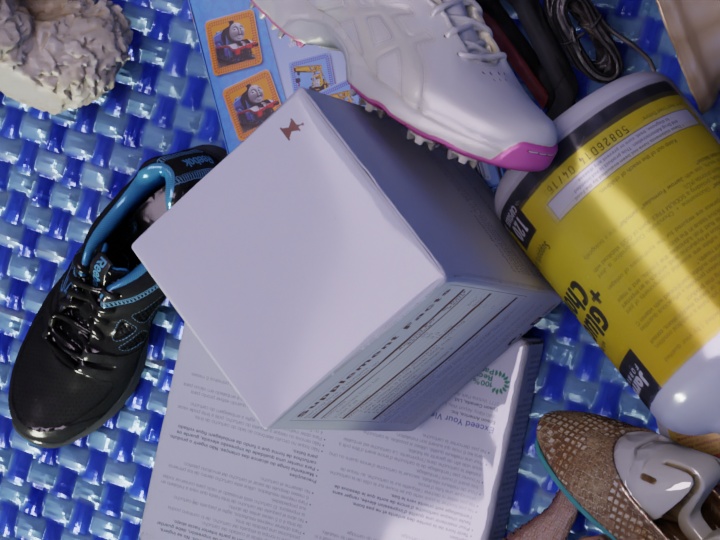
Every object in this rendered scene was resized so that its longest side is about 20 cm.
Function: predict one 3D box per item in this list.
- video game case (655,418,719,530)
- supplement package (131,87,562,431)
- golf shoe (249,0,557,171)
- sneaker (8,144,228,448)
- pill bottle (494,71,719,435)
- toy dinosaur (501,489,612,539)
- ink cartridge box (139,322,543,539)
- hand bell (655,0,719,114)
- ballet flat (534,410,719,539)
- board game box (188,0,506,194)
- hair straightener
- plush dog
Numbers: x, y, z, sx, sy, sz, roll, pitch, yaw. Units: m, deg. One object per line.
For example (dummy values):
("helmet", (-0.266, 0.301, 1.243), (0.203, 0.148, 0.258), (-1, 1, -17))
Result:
("video game case", (0.219, 0.064, 1.392), (0.143, 0.017, 0.200), (-17, 82, 22))
("supplement package", (0.000, 0.000, 1.347), (0.117, 0.200, 0.117), (-41, 73, 14))
("golf shoe", (0.026, -0.123, 1.329), (0.200, 0.075, 0.092), (40, 113, 28))
("sneaker", (-0.143, 0.012, 1.515), (0.073, 0.082, 0.200), (38, 104, 18))
("pill bottle", (0.164, 0.008, 1.346), (0.112, 0.112, 0.200), (-42, 73, 17))
("toy dinosaur", (0.088, 0.202, 1.413), (0.135, 0.086, 0.200), (-14, 79, 28))
("ink cartridge box", (-0.015, 0.111, 1.479), (0.196, 0.043, 0.200), (14, 95, 21))
("hand bell", (0.245, -0.160, 1.362), (0.200, 0.104, 0.104), (-20, 81, 10))
("ballet flat", (0.173, 0.128, 1.361), (0.200, 0.070, 0.065), (43, 131, 10))
("board game box", (-0.010, -0.117, 1.485), (0.151, 0.037, 0.200), (-18, 82, 21))
("hair straightener", (0.092, -0.134, 1.396), (0.077, 0.041, 0.200), (-21, 111, 33))
("plush dog", (-0.222, -0.199, 1.535), (0.200, 0.161, 0.172), (6, 65, 22))
